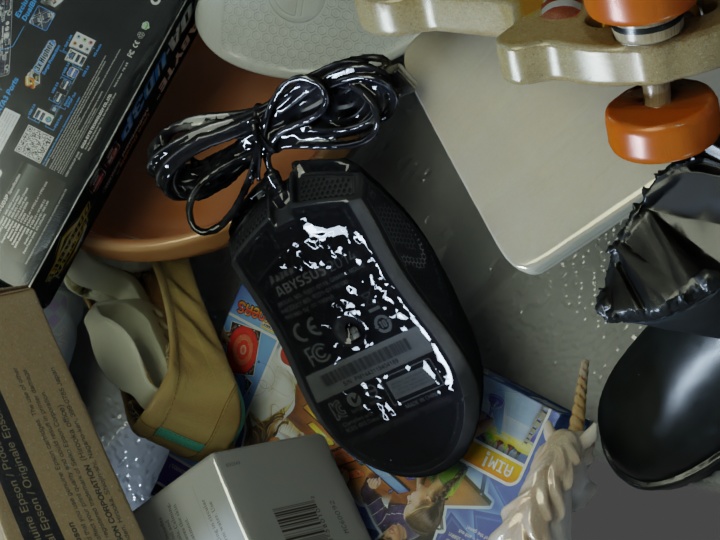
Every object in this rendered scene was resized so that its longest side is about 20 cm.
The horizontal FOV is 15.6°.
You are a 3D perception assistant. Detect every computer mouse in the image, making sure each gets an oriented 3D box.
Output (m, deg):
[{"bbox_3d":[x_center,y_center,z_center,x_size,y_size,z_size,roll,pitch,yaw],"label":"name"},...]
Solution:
[{"bbox_3d":[0.000,0.000,1.224,0.138,0.053,0.201,-20,103,28],"label":"computer mouse"}]

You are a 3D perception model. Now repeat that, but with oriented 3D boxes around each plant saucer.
[{"bbox_3d":[-0.076,-0.081,1.328,0.199,0.037,0.201,-16,46,17],"label":"plant saucer"}]

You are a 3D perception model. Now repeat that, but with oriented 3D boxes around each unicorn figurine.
[{"bbox_3d":[0.061,0.156,1.186,0.200,0.138,0.074,-31,29,-17],"label":"unicorn figurine"}]

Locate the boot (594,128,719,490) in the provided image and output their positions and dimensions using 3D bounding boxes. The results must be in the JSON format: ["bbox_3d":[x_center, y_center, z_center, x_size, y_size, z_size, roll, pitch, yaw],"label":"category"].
[{"bbox_3d":[0.151,0.016,1.137,0.198,0.162,0.073,-43,64,19],"label":"boot"}]

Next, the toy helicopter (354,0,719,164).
[{"bbox_3d":[0.087,-0.116,1.108,0.199,0.132,0.079,9,126,36],"label":"toy helicopter"}]

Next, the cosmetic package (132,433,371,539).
[{"bbox_3d":[-0.087,0.172,1.272,0.200,0.085,0.108,-36,72,37],"label":"cosmetic package"}]

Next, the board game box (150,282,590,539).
[{"bbox_3d":[0.001,0.093,1.290,0.200,0.034,0.136,27,96,33],"label":"board game box"}]

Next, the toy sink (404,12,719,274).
[{"bbox_3d":[0.144,-0.091,1.191,0.200,0.112,0.131,-35,65,16],"label":"toy sink"}]

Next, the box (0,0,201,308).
[{"bbox_3d":[-0.178,-0.104,1.283,0.158,0.046,0.201,26,82,11],"label":"box"}]

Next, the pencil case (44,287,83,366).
[{"bbox_3d":[-0.207,0.093,1.385,0.083,0.090,0.201,-174,95,-74],"label":"pencil case"}]

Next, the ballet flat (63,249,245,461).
[{"bbox_3d":[-0.116,0.012,1.333,0.069,0.063,0.200,-55,44,25],"label":"ballet flat"}]

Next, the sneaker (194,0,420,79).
[{"bbox_3d":[0.021,-0.148,1.277,0.199,0.099,0.071,-15,106,16],"label":"sneaker"}]

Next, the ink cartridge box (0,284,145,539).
[{"bbox_3d":[-0.194,0.130,1.245,0.200,0.075,0.165,-47,63,43],"label":"ink cartridge box"}]
